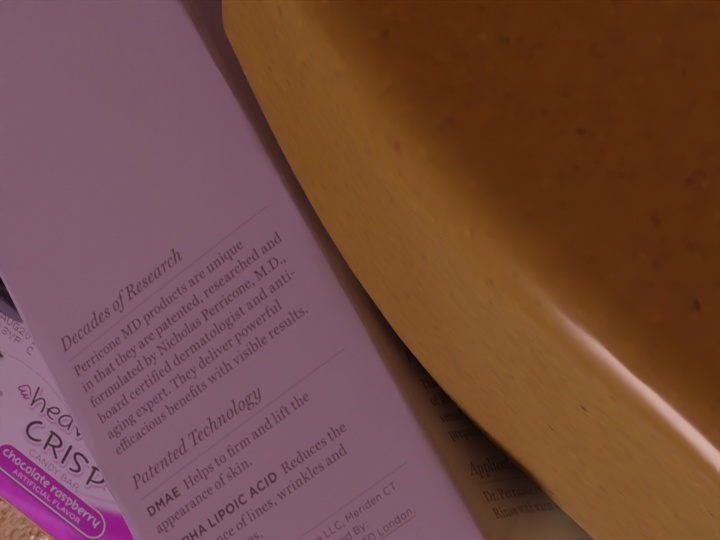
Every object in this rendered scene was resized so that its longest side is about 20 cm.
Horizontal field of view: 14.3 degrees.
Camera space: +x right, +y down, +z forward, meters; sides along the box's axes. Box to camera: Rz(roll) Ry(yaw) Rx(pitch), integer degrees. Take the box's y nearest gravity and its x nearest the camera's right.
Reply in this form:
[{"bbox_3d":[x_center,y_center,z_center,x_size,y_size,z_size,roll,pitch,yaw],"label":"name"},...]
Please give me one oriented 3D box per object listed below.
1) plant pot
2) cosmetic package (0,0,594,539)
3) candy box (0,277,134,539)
[{"bbox_3d":[0.083,-0.046,0.534,0.200,0.196,0.194,38,172,4],"label":"plant pot"},{"bbox_3d":[-0.019,-0.002,0.671,0.113,0.081,0.201,6,-130,-60],"label":"cosmetic package"},{"bbox_3d":[-0.062,0.021,0.936,0.136,0.061,0.200,37,-157,14],"label":"candy box"}]
